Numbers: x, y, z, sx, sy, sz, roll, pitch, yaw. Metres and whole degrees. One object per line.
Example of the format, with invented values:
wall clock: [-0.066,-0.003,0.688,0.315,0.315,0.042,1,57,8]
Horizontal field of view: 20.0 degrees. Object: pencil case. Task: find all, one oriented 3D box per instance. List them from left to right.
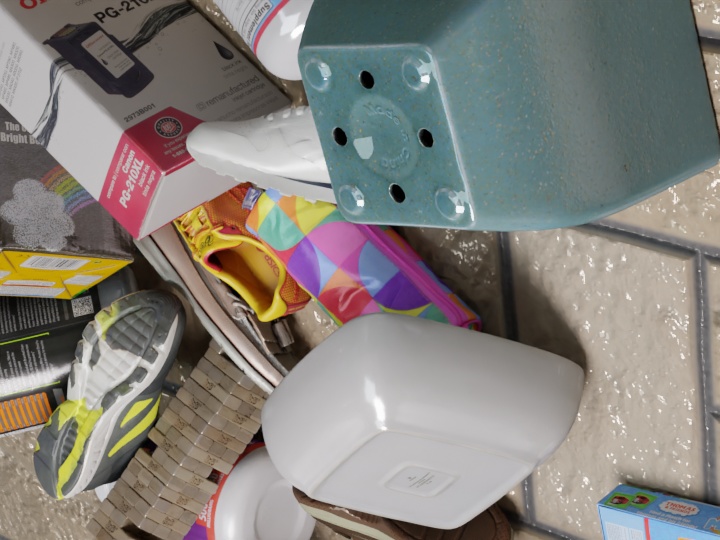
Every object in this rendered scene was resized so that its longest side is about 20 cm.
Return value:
pencil case: [0.000,0.000,1.518,0.200,0.088,0.089,46,139,12]

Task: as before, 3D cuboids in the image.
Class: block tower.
block tower: [-0.144,0.156,1.669,0.058,0.201,0.054,32,179,43]

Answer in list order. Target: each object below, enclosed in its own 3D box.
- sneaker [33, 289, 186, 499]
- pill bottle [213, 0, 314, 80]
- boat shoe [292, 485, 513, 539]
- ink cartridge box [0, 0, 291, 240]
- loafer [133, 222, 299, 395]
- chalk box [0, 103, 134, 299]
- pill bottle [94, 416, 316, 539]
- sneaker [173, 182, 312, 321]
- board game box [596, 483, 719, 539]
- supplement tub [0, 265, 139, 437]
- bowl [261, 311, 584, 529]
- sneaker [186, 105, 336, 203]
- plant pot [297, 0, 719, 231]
sneaker: [-0.195,0.097,1.671,0.074,0.084,0.201,44,111,25]
pill bottle: [-0.048,-0.205,1.403,0.201,0.108,0.109,52,141,13]
boat shoe: [0.042,0.200,1.626,0.201,0.075,0.075,18,151,37]
ink cartridge box: [-0.176,-0.141,1.558,0.200,0.144,0.085,44,137,15]
loafer: [-0.104,0.019,1.652,0.063,0.072,0.200,-44,79,8]
chalk box: [-0.267,-0.091,1.647,0.124,0.123,0.202,-28,63,53]
pill bottle: [-0.139,0.190,1.761,0.199,0.112,0.113,11,122,41]
sneaker: [-0.113,-0.045,1.602,0.200,0.077,0.073,43,123,15]
board game box: [0.266,0.240,1.432,0.199,0.036,0.153,10,122,43]
supplement tub: [-0.279,0.073,1.745,0.123,0.198,0.124,168,90,-86]
bowl: [0.041,0.119,1.464,0.200,0.198,0.075,-44,37,50]
sneaker: [-0.025,-0.090,1.452,0.198,0.076,0.081,10,100,7]
plant pot: [0.075,-0.120,1.268,0.195,0.199,0.197,4,117,44]
